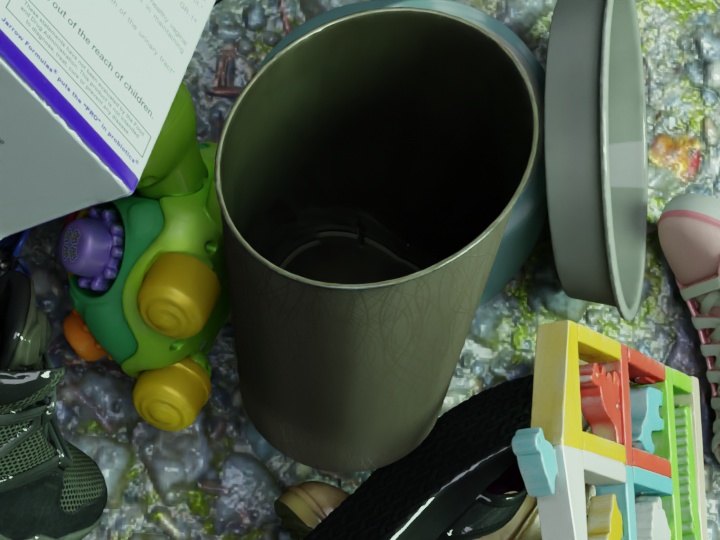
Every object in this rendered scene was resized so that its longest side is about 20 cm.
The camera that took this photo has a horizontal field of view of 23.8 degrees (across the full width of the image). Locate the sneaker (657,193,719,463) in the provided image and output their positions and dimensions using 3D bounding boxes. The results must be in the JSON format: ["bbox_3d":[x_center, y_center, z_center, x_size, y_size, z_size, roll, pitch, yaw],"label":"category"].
[{"bbox_3d":[0.235,0.053,1.025,0.200,0.075,0.105,48,65,-7],"label":"sneaker"}]

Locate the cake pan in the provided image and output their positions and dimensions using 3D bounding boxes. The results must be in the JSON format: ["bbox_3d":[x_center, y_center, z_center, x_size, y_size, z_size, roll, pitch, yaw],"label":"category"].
[{"bbox_3d":[0.136,-0.072,0.973,0.036,0.200,0.202,-1,77,16],"label":"cake pan"}]

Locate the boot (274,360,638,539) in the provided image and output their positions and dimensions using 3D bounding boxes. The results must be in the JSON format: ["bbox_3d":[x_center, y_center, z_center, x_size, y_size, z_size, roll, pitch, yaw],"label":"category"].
[{"bbox_3d":[0.069,0.118,0.972,0.175,0.066,0.200,46,71,-17],"label":"boot"}]

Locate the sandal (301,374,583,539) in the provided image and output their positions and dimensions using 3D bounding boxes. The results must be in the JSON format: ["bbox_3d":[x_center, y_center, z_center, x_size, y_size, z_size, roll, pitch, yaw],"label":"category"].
[{"bbox_3d":[0.041,0.122,0.896,0.200,0.075,0.048,-36,115,-22],"label":"sandal"}]

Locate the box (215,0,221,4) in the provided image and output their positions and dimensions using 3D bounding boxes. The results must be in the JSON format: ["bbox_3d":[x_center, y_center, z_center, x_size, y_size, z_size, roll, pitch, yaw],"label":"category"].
[{"bbox_3d":[-0.116,-0.225,0.959,0.199,0.107,0.149,-36,91,-19],"label":"box"}]

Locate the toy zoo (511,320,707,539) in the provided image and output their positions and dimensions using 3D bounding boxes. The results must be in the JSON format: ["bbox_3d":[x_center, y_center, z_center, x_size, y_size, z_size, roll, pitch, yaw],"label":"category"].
[{"bbox_3d":[0.135,0.104,0.898,0.200,0.020,0.132,24,61,-54],"label":"toy zoo"}]

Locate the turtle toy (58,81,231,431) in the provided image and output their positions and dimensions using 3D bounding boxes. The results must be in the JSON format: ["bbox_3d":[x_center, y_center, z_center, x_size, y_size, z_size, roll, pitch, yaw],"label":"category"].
[{"bbox_3d":[-0.105,-0.024,0.889,0.100,0.201,0.146,17,47,7],"label":"turtle toy"}]

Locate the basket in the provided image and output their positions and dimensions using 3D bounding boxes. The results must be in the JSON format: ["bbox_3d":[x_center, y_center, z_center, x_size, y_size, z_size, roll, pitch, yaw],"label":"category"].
[{"bbox_3d":[0.000,0.000,0.846,0.135,0.201,0.181,27,55,13],"label":"basket"}]

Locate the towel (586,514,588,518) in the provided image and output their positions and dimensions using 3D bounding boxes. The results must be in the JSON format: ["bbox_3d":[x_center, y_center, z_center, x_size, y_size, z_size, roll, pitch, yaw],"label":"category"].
[{"bbox_3d":[0.072,0.236,0.926,0.199,0.031,0.150,-36,131,-19],"label":"towel"}]

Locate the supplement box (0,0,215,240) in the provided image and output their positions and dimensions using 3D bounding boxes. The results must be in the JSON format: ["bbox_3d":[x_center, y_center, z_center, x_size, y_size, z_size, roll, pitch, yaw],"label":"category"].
[{"bbox_3d":[-0.138,-0.124,0.771,0.103,0.101,0.201,48,42,-34],"label":"supplement box"}]

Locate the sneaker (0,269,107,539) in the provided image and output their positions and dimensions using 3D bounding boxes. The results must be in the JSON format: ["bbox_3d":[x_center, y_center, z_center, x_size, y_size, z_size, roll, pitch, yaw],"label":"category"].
[{"bbox_3d":[-0.168,0.073,0.841,0.114,0.199,0.076,-39,52,9],"label":"sneaker"}]

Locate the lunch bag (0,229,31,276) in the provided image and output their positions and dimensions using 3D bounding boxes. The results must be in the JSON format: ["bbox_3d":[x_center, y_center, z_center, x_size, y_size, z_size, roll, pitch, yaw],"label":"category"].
[{"bbox_3d":[-0.249,-0.056,0.866,0.199,0.136,0.133,31,86,-3],"label":"lunch bag"}]

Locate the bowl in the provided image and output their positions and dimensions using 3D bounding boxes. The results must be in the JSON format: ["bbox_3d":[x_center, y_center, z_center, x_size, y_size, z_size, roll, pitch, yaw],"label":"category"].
[{"bbox_3d":[0.036,-0.075,0.977,0.199,0.105,0.203,4,77,-16],"label":"bowl"}]
